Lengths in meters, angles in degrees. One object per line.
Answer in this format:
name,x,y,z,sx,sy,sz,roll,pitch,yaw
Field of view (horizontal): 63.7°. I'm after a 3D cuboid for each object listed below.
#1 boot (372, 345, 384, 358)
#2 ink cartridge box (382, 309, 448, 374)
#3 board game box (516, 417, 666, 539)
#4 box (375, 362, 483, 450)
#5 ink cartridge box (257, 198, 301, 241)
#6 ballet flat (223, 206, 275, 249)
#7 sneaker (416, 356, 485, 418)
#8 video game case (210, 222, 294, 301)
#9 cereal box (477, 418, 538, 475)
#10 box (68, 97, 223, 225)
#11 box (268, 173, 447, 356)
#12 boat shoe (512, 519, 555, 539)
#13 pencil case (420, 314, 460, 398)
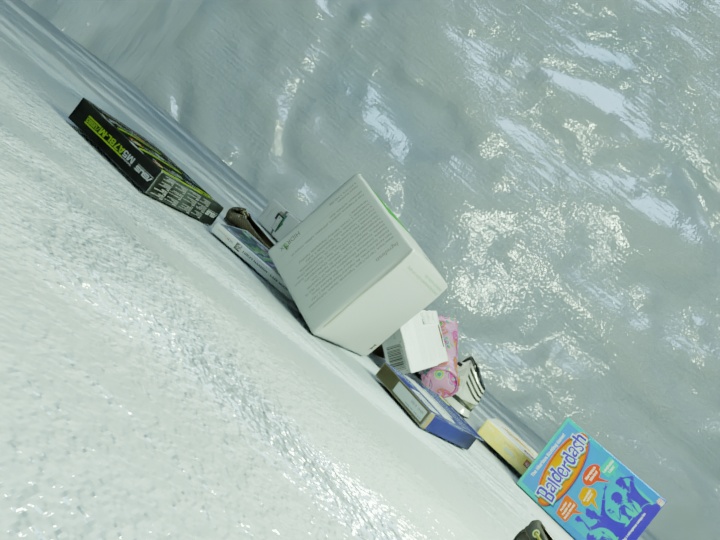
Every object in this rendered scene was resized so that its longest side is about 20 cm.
boot,-0.002,0.088,1.163,0.198,0.074,0.156,33,7,-23
ink cartridge box,0.103,0.134,1.102,0.199,0.049,0.112,6,69,-62
board game box,0.397,0.384,1.011,0.199,0.153,0.045,39,3,25
box,0.115,0.225,0.934,0.199,0.033,0.121,36,5,-46
ink cartridge box,-0.191,-0.104,1.659,0.145,0.085,0.199,38,1,-40
ballet flat,-0.197,-0.063,1.182,0.199,0.047,0.067,41,3,13
sneaker,0.204,0.228,1.327,0.200,0.116,0.075,40,3,30
video game case,-0.166,-0.014,1.036,0.181,0.024,0.200,40,2,2
cereal box,0.323,0.375,1.223,0.143,0.040,0.200,41,2,22
box,-0.334,-0.166,0.925,0.193,0.048,0.200,43,2,15
box,0.000,0.000,0.938,0.173,0.199,0.199,56,9,28
boat shoe,0.191,0.291,0.455,0.071,0.061,0.201,37,4,-46
pencil case,0.173,0.181,1.254,0.087,0.087,0.202,38,29,-16
